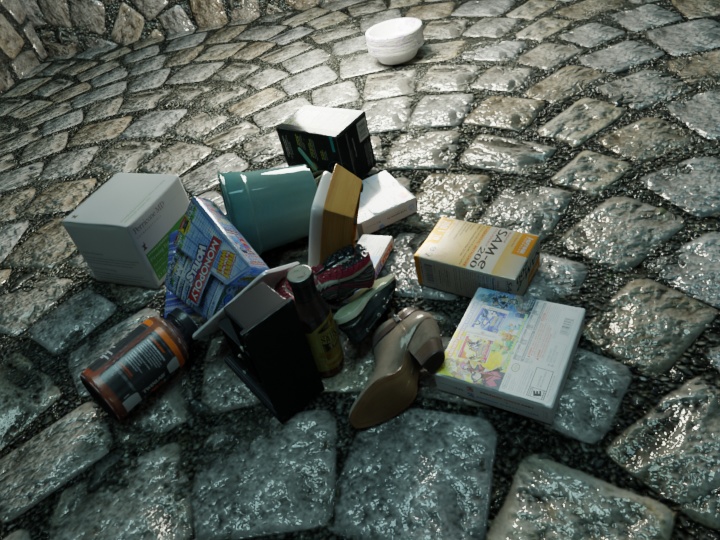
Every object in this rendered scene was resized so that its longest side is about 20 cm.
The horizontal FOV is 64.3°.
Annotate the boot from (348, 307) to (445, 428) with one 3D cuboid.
[{"bbox_3d":[0.047,0.145,0.914,0.198,0.071,0.146,-35,28,-3],"label":"boot"}]

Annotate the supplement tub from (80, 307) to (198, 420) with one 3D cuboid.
[{"bbox_3d":[-0.377,0.155,1.005,0.106,0.109,0.200,20,51,36],"label":"supplement tub"}]

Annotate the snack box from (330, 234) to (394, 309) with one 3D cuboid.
[{"bbox_3d":[0.000,0.000,1.130,0.070,0.025,0.202,5,43,25],"label":"snack box"}]

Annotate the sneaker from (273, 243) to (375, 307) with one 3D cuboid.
[{"bbox_3d":[-0.065,0.033,0.980,0.196,0.076,0.081,-23,35,-2],"label":"sneaker"}]

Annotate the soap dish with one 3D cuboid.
[{"bbox_3d":[-0.046,-0.068,1.063,0.079,0.203,0.159,8,38,1],"label":"soap dish"}]

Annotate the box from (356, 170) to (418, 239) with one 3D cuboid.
[{"bbox_3d":[0.007,-0.143,1.286,0.197,0.042,0.156,-27,40,-12],"label":"box"}]

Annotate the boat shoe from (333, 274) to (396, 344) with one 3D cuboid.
[{"bbox_3d":[0.021,0.068,1.006,0.073,0.067,0.199,-22,10,27],"label":"boat shoe"}]

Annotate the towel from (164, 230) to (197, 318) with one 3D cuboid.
[{"bbox_3d":[-0.340,-0.007,1.189,0.141,0.024,0.204,-12,63,10],"label":"towel"}]

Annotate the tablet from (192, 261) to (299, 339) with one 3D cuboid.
[{"bbox_3d":[-0.201,0.053,1.018,0.199,0.014,0.130,-39,-6,22],"label":"tablet"}]

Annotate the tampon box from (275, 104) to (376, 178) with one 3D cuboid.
[{"bbox_3d":[-0.084,-0.308,1.425,0.197,0.152,0.126,18,49,34],"label":"tampon box"}]

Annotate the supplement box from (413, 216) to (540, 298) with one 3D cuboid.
[{"bbox_3d":[0.212,-0.019,1.042,0.197,0.075,0.126,14,48,31],"label":"supplement box"}]

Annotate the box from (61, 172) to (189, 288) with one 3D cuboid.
[{"bbox_3d":[-0.505,-0.095,1.294,0.196,0.174,0.201,5,43,24],"label":"box"}]

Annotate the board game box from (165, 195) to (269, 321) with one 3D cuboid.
[{"bbox_3d":[-0.275,-0.005,1.088,0.198,0.061,0.203,31,100,27],"label":"board game box"}]

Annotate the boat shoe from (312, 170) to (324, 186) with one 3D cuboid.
[{"bbox_3d":[-0.172,-0.192,1.385,0.195,0.066,0.073,-14,38,1],"label":"boat shoe"}]

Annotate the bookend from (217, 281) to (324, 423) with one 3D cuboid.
[{"bbox_3d":[-0.169,0.104,0.922,0.091,0.203,0.197,-34,43,-24],"label":"bookend"}]

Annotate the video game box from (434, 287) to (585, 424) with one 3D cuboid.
[{"bbox_3d":[0.234,0.122,0.889,0.179,0.047,0.201,13,47,29],"label":"video game box"}]

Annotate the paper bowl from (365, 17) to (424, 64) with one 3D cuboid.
[{"bbox_3d":[0.120,-0.779,1.957,0.196,0.106,0.203,-10,39,8],"label":"paper bowl"}]

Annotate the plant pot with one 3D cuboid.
[{"bbox_3d":[-0.191,-0.134,1.236,0.192,0.204,0.201,-15,37,-14],"label":"plant pot"}]

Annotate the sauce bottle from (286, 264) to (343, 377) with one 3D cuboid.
[{"bbox_3d":[-0.074,0.083,0.914,0.064,0.203,0.067,-8,40,7],"label":"sauce bottle"}]
